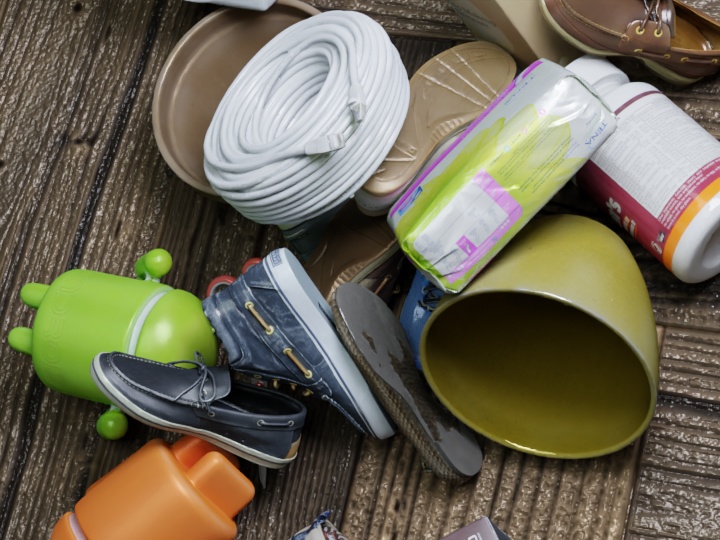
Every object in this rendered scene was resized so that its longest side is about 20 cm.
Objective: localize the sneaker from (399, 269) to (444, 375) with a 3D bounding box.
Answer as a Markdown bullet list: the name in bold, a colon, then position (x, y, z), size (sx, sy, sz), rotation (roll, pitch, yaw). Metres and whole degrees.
- **sneaker**: position (0.075, -0.006, 1.718), size (0.078, 0.089, 0.202), rotation (14, 77, 24)

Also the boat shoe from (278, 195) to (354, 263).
- **boat shoe**: position (0.020, -0.071, 1.790), size (0.199, 0.073, 0.062), rotation (-28, 106, 0)

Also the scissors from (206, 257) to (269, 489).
- **scissors**: position (-0.084, 0.090, 1.726), size (0.073, 0.014, 0.202), rotation (-14, 93, 19)

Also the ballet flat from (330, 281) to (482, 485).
- **ballet flat**: position (0.032, 0.100, 1.675), size (0.046, 0.067, 0.201), rotation (-30, 98, 43)

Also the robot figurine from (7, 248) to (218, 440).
- **robot figurine**: position (-0.217, 0.065, 1.778), size (0.198, 0.116, 0.177), rotation (10, 80, 22)

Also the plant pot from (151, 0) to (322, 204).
- **plant pot**: position (-0.087, -0.145, 1.827), size (0.199, 0.093, 0.203), rotation (-7, 67, 16)

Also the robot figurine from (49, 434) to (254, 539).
- **robot figurine**: position (-0.188, 0.228, 1.704), size (0.200, 0.117, 0.144), rotation (-40, 78, 2)

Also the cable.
- **cable**: position (-0.046, -0.133, 1.676), size (0.199, 0.069, 0.201), rotation (-24, 40, 35)

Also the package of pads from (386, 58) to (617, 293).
- **package of pads**: position (0.111, -0.081, 1.589), size (0.068, 0.155, 0.200), rotation (43, 95, -11)

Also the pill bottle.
- **pill bottle**: position (0.246, -0.091, 1.678), size (0.110, 0.110, 0.200), rotation (-44, 62, -1)

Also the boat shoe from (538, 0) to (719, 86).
- **boat shoe**: position (0.241, -0.218, 1.681), size (0.067, 0.199, 0.073), rotation (-18, 61, 53)

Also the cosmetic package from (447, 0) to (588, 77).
- **cosmetic package**: position (0.131, -0.243, 1.718), size (0.105, 0.200, 0.071), rotation (31, 81, 43)

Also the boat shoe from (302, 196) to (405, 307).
- **boat shoe**: position (0.000, 0.000, 1.752), size (0.200, 0.072, 0.072), rotation (-51, 52, 3)

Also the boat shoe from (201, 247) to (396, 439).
- **boat shoe**: position (-0.052, 0.079, 1.691), size (0.090, 0.201, 0.071), rotation (-30, 22, 10)

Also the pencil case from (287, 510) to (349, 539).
- **pencil case**: position (-0.091, 0.286, 1.664), size (0.199, 0.089, 0.078), rotation (-32, 63, 6)

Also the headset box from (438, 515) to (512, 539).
- **headset box**: position (0.064, 0.280, 1.577), size (0.199, 0.149, 0.078), rotation (-27, 64, 7)

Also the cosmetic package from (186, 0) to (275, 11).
- **cosmetic package**: position (-0.123, -0.370, 1.842), size (0.163, 0.166, 0.200), rotation (12, 38, 22)

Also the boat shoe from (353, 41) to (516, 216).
- **boat shoe**: position (0.059, -0.123, 1.715), size (0.074, 0.069, 0.200), rotation (41, 64, 15)

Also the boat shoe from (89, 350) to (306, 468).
- **boat shoe**: position (-0.136, 0.107, 1.679), size (0.063, 0.199, 0.075), rotation (-60, 18, 24)

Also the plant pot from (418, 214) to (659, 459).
- **plant pot**: position (0.163, 0.037, 1.629), size (0.198, 0.201, 0.143), rotation (5, 47, 21)
